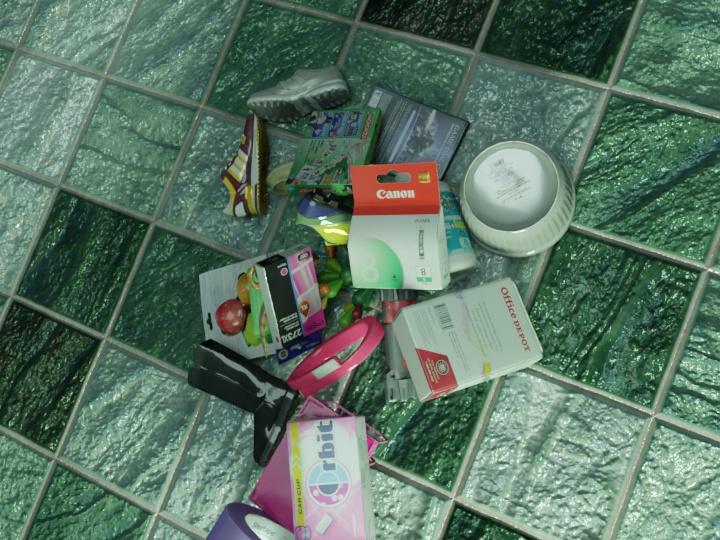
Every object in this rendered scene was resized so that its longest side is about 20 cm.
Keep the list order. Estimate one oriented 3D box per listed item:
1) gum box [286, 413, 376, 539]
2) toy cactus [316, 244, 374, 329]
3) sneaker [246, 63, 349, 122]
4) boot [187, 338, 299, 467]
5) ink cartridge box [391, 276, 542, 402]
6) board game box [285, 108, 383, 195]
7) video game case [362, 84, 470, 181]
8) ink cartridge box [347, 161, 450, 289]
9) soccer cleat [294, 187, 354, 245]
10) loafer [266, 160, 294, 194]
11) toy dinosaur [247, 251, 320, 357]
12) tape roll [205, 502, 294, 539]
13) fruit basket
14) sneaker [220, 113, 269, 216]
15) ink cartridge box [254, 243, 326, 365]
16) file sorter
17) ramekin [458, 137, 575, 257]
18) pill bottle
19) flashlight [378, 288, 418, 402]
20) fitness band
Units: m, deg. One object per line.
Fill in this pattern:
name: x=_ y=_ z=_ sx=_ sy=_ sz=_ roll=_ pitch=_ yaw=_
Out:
gum box: x=-0.046 y=0.321 z=1.298 sx=0.113 sy=0.066 sz=0.200 roll=-8 pitch=79 yaw=13
toy cactus: x=0.000 y=0.000 z=1.474 sx=0.165 sy=0.102 sz=0.200 roll=-3 pitch=70 yaw=7
sneaker: x=-0.119 y=-0.342 z=1.590 sx=0.200 sy=0.075 sz=0.082 roll=-9 pitch=62 yaw=9
boot: x=-0.222 y=0.235 z=1.480 sx=0.200 sy=0.066 sz=0.165 roll=24 pitch=95 yaw=10
ink cartridge box: x=0.172 y=0.112 z=1.354 sx=0.200 sy=0.083 sz=0.146 roll=-15 pitch=73 yaw=-16
board game box: x=-0.044 y=-0.214 z=1.486 sx=0.134 sy=0.029 sz=0.200 roll=3 pitch=51 yaw=17
video game case: x=0.081 y=-0.243 z=1.527 sx=0.200 sy=0.019 sz=0.143 roll=26 pitch=88 yaw=19
ink cartridge box: x=0.055 y=-0.069 z=1.343 sx=0.161 sy=0.050 sz=0.200 roll=1 pitch=110 yaw=27
soccer cleat: x=-0.019 y=-0.070 z=1.434 sx=0.200 sy=0.065 sz=0.084 roll=24 pitch=113 yaw=-15
loafer: x=-0.079 y=-0.162 z=1.530 sx=0.200 sy=0.076 sz=0.068 roll=-7 pitch=71 yaw=15
toy dinosaur: x=-0.147 y=0.036 z=1.432 sx=0.106 sy=0.060 sz=0.200 roll=35 pitch=79 yaw=6
tape roll: x=-0.138 y=0.439 z=1.274 sx=0.200 sy=0.200 sz=0.066 roll=32 pitch=86 yaw=20
fruit basket: x=-0.205 y=0.073 z=1.531 sx=0.200 sy=0.094 sz=0.186 roll=-17 pitch=74 yaw=29
sneaker: x=-0.226 y=-0.202 z=1.584 sx=0.090 sy=0.075 sz=0.200 roll=-3 pitch=78 yaw=11
ink cartridge box: x=-0.114 y=0.062 z=1.417 sx=0.037 sy=0.095 sz=0.200 roll=25 pitch=132 yaw=48
file sorter: x=-0.062 y=0.333 z=1.402 sx=0.139 sy=0.125 sz=0.200 roll=31 pitch=91 yaw=19
ramekin: x=0.259 y=-0.128 z=1.403 sx=0.200 sy=0.105 sz=0.201 roll=-3 pitch=79 yaw=17
pill bottle: x=0.121 y=-0.078 z=1.431 sx=0.111 sy=0.111 sz=0.200 roll=-22 pitch=76 yaw=12
flashlight: x=0.071 y=0.119 z=1.422 sx=0.068 sy=0.068 sz=0.201 roll=-5 pitch=92 yaw=18
fitness band: x=-0.042 y=0.145 z=1.405 sx=0.200 sy=0.144 sz=0.037 roll=-32 pitch=101 yaw=36
